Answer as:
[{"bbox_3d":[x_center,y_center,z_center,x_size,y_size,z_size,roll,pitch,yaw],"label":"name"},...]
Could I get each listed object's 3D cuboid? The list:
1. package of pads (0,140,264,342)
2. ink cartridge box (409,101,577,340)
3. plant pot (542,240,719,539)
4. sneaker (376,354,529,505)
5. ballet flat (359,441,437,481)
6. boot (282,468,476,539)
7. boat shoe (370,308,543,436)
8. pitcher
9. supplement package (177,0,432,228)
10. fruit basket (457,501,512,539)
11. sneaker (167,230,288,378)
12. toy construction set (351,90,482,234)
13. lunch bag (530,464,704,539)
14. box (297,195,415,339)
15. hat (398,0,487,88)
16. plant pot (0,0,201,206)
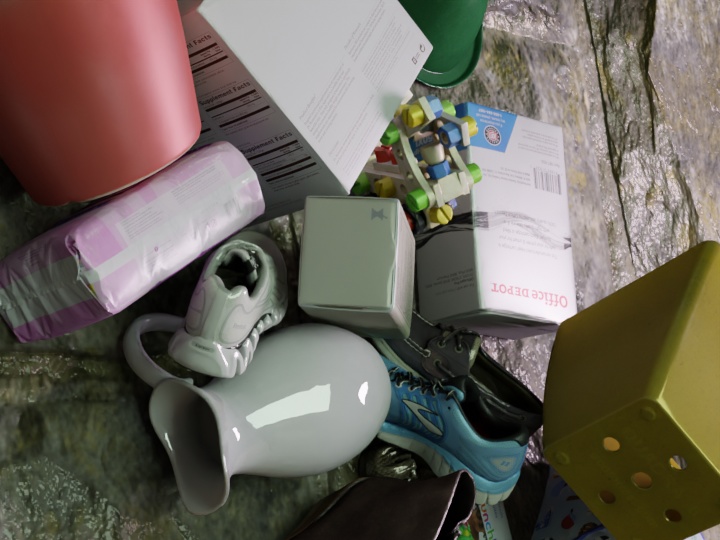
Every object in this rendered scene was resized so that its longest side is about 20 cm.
[{"bbox_3d":[-0.177,-0.023,1.483,0.200,0.120,0.076,-37,105,-45],"label":"package of pads"},{"bbox_3d":[0.125,-0.043,1.835,0.144,0.084,0.201,10,71,-44],"label":"ink cartridge box"},{"bbox_3d":[0.273,0.132,1.705,0.200,0.200,0.177,49,42,-10],"label":"plant pot"},{"bbox_3d":[0.063,0.111,1.677,0.199,0.090,0.078,33,33,5],"label":"sneaker"},{"bbox_3d":[0.077,0.154,1.754,0.199,0.046,0.068,-19,92,-47],"label":"ballet flat"},{"bbox_3d":[-0.008,0.237,1.551,0.072,0.166,0.200,53,47,-22],"label":"boot"},{"bbox_3d":[0.086,0.081,1.739,0.200,0.065,0.072,44,31,-6],"label":"boat shoe"},{"bbox_3d":[-0.084,0.092,1.564,0.199,0.121,0.172,-16,68,-43],"label":"pitcher"},{"bbox_3d":[-0.080,-0.181,1.611,0.200,0.147,0.192,50,48,-25],"label":"supplement package"},{"bbox_3d":[0.101,0.291,1.708,0.199,0.093,0.186,-13,88,-51],"label":"fruit basket"},{"bbox_3d":[-0.093,0.009,1.523,0.200,0.075,0.081,-72,178,-65],"label":"sneaker"},{"bbox_3d":[0.036,-0.105,1.708,0.092,0.200,0.132,-21,110,-12],"label":"toy construction set"},{"bbox_3d":[0.253,0.281,1.833,0.200,0.123,0.170,50,32,-17],"label":"lunch bag"},{"bbox_3d":[0.000,0.000,1.609,0.200,0.077,0.096,61,32,-79],"label":"box"},{"bbox_3d":[0.112,-0.284,1.823,0.200,0.175,0.166,43,51,-29],"label":"hat"},{"bbox_3d":[-0.215,-0.158,1.445,0.200,0.200,0.178,-45,122,-44],"label":"plant pot"}]
